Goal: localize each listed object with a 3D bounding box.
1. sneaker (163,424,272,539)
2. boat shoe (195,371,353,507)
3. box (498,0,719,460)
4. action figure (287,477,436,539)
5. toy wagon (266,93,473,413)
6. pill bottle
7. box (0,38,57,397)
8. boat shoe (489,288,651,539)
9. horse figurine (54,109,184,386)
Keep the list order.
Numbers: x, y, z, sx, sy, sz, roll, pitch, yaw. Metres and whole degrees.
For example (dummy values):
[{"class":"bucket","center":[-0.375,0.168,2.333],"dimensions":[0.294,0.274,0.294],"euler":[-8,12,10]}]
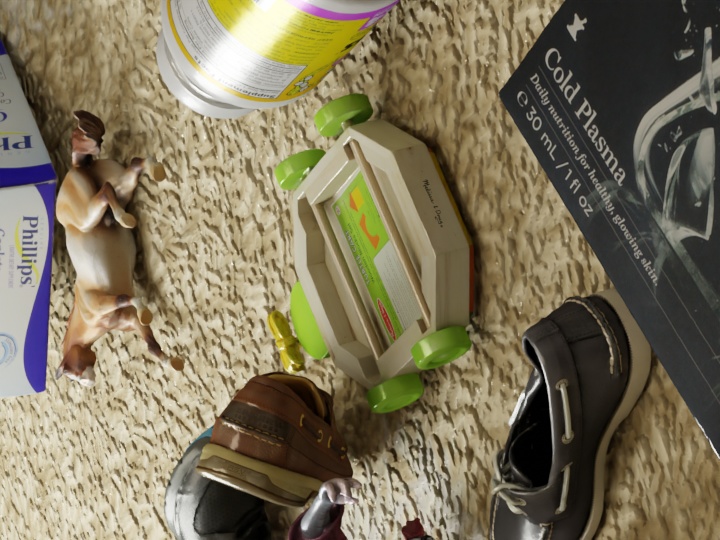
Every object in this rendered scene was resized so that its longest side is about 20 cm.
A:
[{"class":"sneaker","center":[-0.073,0.182,1.815],"dimensions":[0.082,0.073,0.200],"euler":[28,134,34]},{"class":"boat shoe","center":[-0.038,0.094,1.634],"dimensions":[0.200,0.072,0.068],"euler":[22,-93,-79]},{"class":"box","center":[0.185,-0.062,1.121],"dimensions":[0.197,0.124,0.200],"euler":[-55,54,40]},{"class":"action figure","center":[-0.006,0.200,1.567],"dimensions":[0.134,0.200,0.149],"euler":[45,122,7]},{"class":"toy wagon","center":[0.000,0.000,1.610],"dimensions":[0.155,0.040,0.200],"euler":[68,152,15]},{"class":"pill bottle","center":[-0.044,-0.152,1.551],"dimensions":[0.200,0.104,0.104],"euler":[-40,67,60]},{"class":"box","center":[-0.286,-0.038,2.012],"dimensions":[0.200,0.105,0.184],"euler":[-119,28,-49]},{"class":"boat shoe","center":[0.088,0.089,1.461],"dimensions":[0.073,0.063,0.200],"euler":[56,146,33]},{"class":"horse figurine","center":[-0.166,-0.014,1.896],"dimensions":[0.133,0.050,0.200],"euler":[16,116,59]}]
